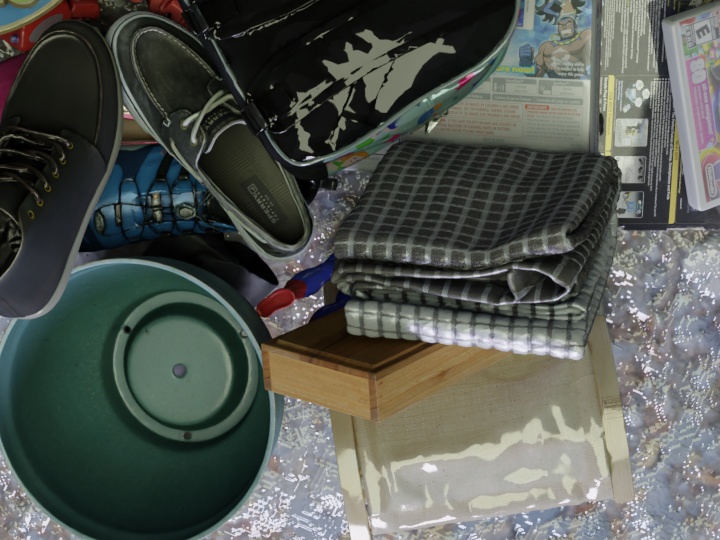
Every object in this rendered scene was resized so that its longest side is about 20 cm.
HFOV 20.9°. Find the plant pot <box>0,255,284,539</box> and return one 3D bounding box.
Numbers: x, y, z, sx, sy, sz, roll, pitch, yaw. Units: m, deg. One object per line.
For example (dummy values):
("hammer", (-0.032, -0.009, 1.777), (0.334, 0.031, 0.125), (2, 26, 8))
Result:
("plant pot", (-0.140, 0.080, 1.361), (0.200, 0.134, 0.201), (2, 100, 12))

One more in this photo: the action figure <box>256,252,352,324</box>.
("action figure", (0.000, 0.000, 1.379), (0.052, 0.200, 0.066), (-25, 100, 34))

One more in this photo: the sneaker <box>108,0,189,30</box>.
("sneaker", (-0.101, -0.199, 1.360), (0.200, 0.071, 0.098), (33, 98, -19))

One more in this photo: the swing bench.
("swing bench", (0.079, 0.085, 1.402), (0.198, 0.200, 0.130), (-9, 110, 2))

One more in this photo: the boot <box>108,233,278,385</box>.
("boot", (-0.127, 0.072, 1.469), (0.165, 0.066, 0.200), (35, 101, -15))

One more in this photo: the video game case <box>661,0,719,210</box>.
("video game case", (0.313, -0.139, 1.385), (0.199, 0.018, 0.144), (-20, 114, -15))

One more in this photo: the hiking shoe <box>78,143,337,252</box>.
("hiking shoe", (-0.123, -0.058, 1.367), (0.199, 0.087, 0.075), (-18, 111, -22))

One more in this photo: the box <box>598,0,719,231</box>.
("box", (0.207, -0.128, 1.408), (0.161, 0.049, 0.201), (0, 110, 1))

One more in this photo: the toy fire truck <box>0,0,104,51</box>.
("toy fire truck", (-0.259, -0.101, 1.368), (0.141, 0.049, 0.201), (-6, 115, -35))

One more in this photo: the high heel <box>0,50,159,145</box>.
("high heel", (-0.172, -0.108, 1.333), (0.199, 0.096, 0.068), (-3, 113, -36))

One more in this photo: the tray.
("tray", (0.039, 0.041, 1.291), (0.098, 0.200, 0.037), (12, 116, 40))

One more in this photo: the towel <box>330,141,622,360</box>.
("towel", (0.080, -0.024, 1.281), (0.165, 0.200, 0.086), (6, 114, 13))

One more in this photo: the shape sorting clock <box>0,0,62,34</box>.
("shape sorting clock", (-0.264, -0.253, 1.313), (0.199, 0.039, 0.201), (0, 81, 1))

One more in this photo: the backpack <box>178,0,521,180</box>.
("backpack", (0.002, -0.169, 1.264), (0.200, 0.151, 0.178), (-32, 85, 4))

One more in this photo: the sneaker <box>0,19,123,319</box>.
("sneaker", (-0.206, -0.069, 1.245), (0.075, 0.106, 0.201), (11, 86, 7))

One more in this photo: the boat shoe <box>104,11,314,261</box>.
("boat shoe", (-0.093, -0.094, 1.302), (0.072, 0.071, 0.200), (-42, 97, -12))

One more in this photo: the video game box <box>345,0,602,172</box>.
("video game box", (0.069, -0.157, 1.368), (0.199, 0.047, 0.183), (5, 113, 15))
